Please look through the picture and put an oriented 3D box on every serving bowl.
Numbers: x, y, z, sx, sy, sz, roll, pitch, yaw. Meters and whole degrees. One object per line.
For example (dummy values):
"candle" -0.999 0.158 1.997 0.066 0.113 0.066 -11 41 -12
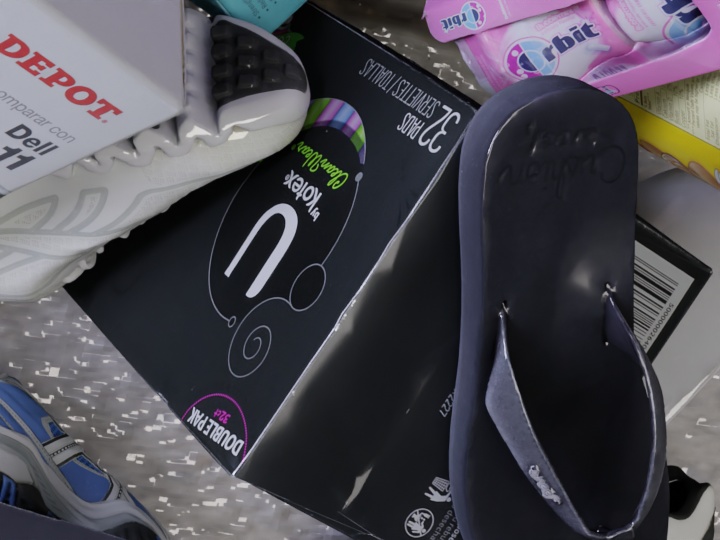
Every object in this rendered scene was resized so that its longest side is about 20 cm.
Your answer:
"serving bowl" 0.089 0.025 0.929 0.066 0.200 0.200 45 87 -2

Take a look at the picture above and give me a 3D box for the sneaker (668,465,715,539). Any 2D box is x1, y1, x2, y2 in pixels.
"sneaker" 0.075 0.121 1.021 0.200 0.074 0.080 2 105 -36

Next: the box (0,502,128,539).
"box" -0.150 0.134 0.846 0.161 0.200 0.049 21 60 -33

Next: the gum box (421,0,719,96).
"gum box" 0.105 -0.149 0.835 0.066 0.113 0.200 46 47 -32

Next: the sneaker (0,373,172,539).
"sneaker" -0.127 0.084 0.897 0.076 0.077 0.200 -25 143 12

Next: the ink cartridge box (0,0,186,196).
"ink cartridge box" -0.174 -0.076 0.727 0.200 0.083 0.147 -23 146 25

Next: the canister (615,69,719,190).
"canister" 0.157 -0.091 0.892 0.148 0.200 0.087 -17 116 -19

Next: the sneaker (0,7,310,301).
"sneaker" -0.106 -0.035 0.834 0.200 0.075 0.081 -14 132 17

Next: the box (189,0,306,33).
"box" 0.005 -0.175 0.853 0.200 0.082 0.049 -44 123 -4

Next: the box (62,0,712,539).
"box" 0.000 0.000 0.851 0.124 0.200 0.149 32 94 -33

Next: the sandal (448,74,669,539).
"sandal" 0.066 0.037 0.754 0.076 0.043 0.200 -19 117 -19
